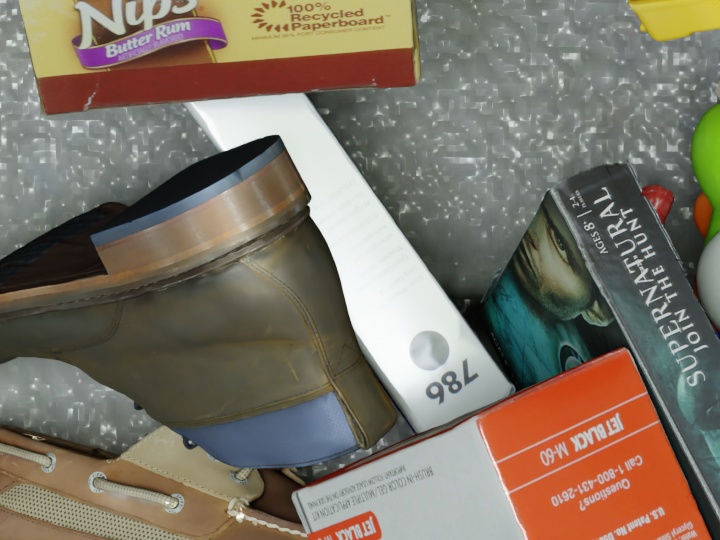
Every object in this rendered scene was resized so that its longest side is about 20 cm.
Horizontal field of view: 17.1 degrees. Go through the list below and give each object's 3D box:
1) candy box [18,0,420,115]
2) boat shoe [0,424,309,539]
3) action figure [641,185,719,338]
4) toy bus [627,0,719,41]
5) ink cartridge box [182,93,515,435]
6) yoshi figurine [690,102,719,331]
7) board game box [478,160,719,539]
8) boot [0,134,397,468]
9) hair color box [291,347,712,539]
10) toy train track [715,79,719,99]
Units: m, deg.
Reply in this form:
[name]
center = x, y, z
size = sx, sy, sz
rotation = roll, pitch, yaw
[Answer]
[candy box]
center = -0.045, -0.141, 0.766
size = 0.116, 0.057, 0.200
rotation = -4, 50, 1
[boat shoe]
center = -0.055, 0.082, 0.802
size = 0.200, 0.076, 0.072
rotation = 2, 80, 22
[action figure]
center = 0.084, 0.082, 0.834
size = 0.065, 0.099, 0.200
rotation = 20, 70, 3
[toy bus]
center = 0.120, -0.125, 0.672
size = 0.200, 0.136, 0.192
rotation = 0, 130, 24
[ink cartridge box]
center = 0.000, 0.000, 0.807
size = 0.039, 0.099, 0.200
rotation = -34, 92, -2
[yoshi figurine]
center = 0.160, 0.028, 0.733
size = 0.112, 0.112, 0.200
rotation = -21, 73, 13
[board game box]
center = 0.099, 0.078, 0.718
size = 0.028, 0.135, 0.200
rotation = -23, 76, -13
[boot]
center = -0.072, 0.029, 0.779
size = 0.075, 0.200, 0.097
rotation = -37, 102, -37
[hair color box]
center = 0.065, 0.135, 0.683
size = 0.064, 0.111, 0.200
rotation = -22, 86, -33
[toy train track]
center = 0.190, -0.015, 0.786
size = 0.200, 0.033, 0.115
rotation = 40, 127, 30
